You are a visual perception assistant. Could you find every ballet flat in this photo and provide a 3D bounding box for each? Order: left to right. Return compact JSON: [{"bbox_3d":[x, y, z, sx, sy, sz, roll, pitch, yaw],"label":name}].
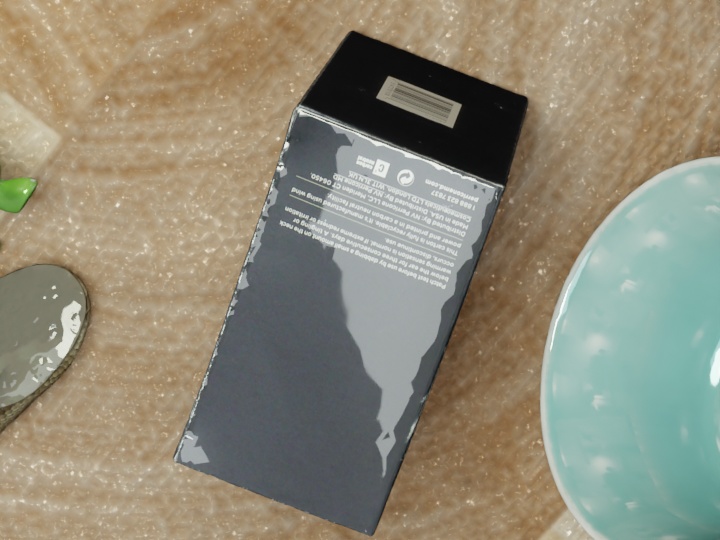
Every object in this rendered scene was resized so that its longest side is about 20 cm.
[{"bbox_3d":[-0.215,0.074,1.399,0.067,0.046,0.200,44,101,15],"label":"ballet flat"}]

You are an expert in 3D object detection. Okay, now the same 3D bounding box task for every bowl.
[{"bbox_3d":[0.194,0.053,1.273,0.105,0.201,0.201,15,111,-37],"label":"bowl"}]

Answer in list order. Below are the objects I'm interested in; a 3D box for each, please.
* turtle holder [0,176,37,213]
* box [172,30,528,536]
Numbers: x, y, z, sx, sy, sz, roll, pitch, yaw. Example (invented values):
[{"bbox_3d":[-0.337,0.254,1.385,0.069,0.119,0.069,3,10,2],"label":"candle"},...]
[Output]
[{"bbox_3d":[-0.262,-0.022,1.339,0.132,0.186,0.141,37,75,-4],"label":"turtle holder"},{"bbox_3d":[0.000,0.000,1.264,0.104,0.200,0.183,21,107,1],"label":"box"}]
